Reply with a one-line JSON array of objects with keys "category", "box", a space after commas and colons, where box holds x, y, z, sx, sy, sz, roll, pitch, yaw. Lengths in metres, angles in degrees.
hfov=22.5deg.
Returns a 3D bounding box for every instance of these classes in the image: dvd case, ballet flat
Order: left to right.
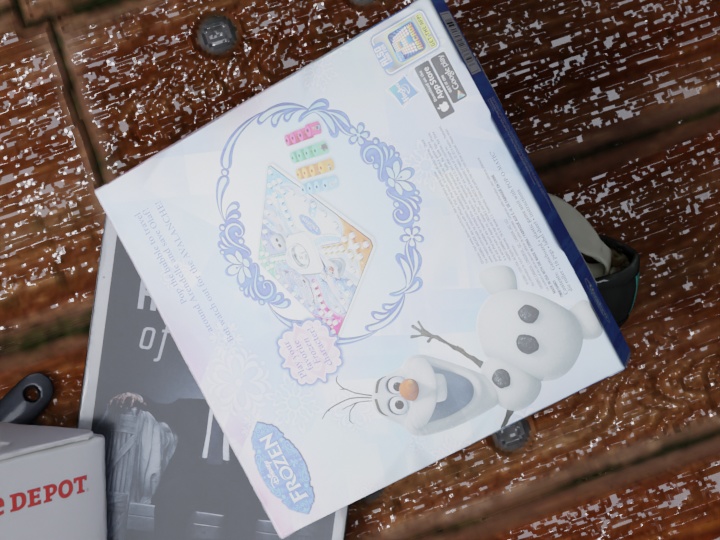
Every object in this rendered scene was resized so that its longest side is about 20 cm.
[{"category": "dvd case", "box": [-0.073, 0.073, 0.955, 0.149, 0.025, 0.202, 8, 90, -4]}, {"category": "ballet flat", "box": [0.057, -0.031, 0.939, 0.198, 0.069, 0.068, 24, 45, -8]}]

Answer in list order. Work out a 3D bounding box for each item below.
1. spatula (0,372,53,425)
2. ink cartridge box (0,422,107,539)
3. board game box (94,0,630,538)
[{"category": "spatula", "box": [-0.232, 0.129, 0.947, 0.057, 0.021, 0.200, 44, 87, 2]}, {"category": "ink cartridge box", "box": [-0.196, 0.184, 0.872, 0.085, 0.146, 0.202, 2, 96, 35]}, {"category": "board game box", "box": [0.000, 0.000, 0.895, 0.198, 0.043, 0.201, -28, 92, 17]}]
